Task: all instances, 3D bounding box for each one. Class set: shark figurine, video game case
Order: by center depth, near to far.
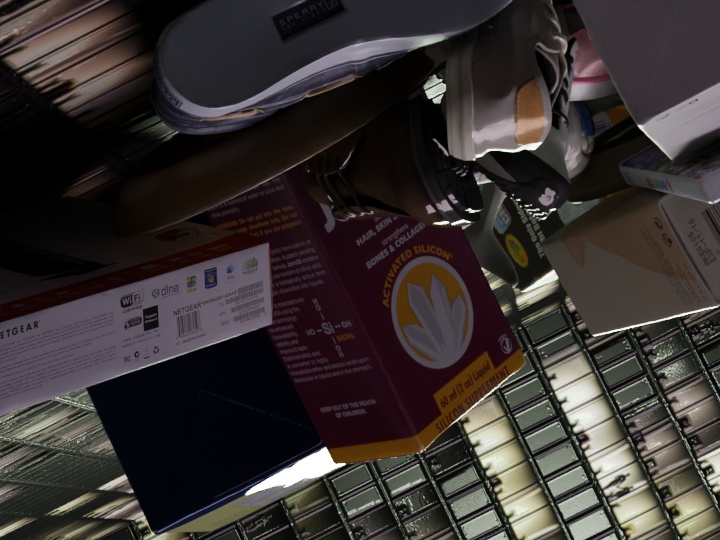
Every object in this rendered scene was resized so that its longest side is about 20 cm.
[{"bbox_3d":[0.242,-0.086,1.346,0.143,0.018,0.200,-29,-172,-4],"label":"video game case"},{"bbox_3d":[0.106,-0.098,1.538,0.089,0.129,0.215,21,125,-27],"label":"shark figurine"}]

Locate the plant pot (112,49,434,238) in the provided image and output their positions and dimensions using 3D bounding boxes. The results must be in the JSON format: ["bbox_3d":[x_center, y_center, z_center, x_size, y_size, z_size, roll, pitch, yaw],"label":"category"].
[{"bbox_3d":[-0.053,-0.078,1.222,0.199,0.028,0.200,-28,-168,6],"label":"plant pot"}]

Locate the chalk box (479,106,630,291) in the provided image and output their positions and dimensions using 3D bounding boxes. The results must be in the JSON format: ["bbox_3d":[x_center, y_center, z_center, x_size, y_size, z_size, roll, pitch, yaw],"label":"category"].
[{"bbox_3d":[0.170,-0.071,1.774,0.123,0.125,0.200,-20,171,-32],"label":"chalk box"}]

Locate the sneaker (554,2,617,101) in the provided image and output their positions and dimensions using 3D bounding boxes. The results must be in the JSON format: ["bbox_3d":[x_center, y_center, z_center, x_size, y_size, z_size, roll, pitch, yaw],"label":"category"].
[{"bbox_3d":[0.177,-0.171,1.419,0.199,0.076,0.105,-4,130,-2],"label":"sneaker"}]

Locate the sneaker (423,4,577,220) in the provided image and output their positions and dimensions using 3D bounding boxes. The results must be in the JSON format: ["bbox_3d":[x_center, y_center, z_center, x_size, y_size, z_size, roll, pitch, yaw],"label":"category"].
[{"bbox_3d":[0.090,-0.106,1.290,0.080,0.200,0.074,-39,123,17],"label":"sneaker"}]

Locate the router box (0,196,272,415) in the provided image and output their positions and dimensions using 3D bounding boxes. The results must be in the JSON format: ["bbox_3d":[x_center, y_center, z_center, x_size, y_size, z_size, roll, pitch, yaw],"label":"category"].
[{"bbox_3d":[-0.179,0.015,1.205,0.179,0.049,0.199,12,-158,42],"label":"router box"}]

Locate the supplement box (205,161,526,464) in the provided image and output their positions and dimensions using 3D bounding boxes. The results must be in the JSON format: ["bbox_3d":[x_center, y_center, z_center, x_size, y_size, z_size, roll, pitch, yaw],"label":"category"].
[{"bbox_3d":[0.000,0.000,1.332,0.085,0.201,0.110,-13,-162,48],"label":"supplement box"}]

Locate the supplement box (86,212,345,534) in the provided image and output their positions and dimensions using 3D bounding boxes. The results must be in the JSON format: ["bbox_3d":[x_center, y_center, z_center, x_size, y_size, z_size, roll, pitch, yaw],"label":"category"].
[{"bbox_3d":[-0.098,0.057,1.477,0.134,0.201,0.200,-26,171,4],"label":"supplement box"}]

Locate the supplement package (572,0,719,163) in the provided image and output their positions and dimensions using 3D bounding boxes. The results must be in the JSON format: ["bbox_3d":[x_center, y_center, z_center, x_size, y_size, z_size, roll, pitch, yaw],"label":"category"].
[{"bbox_3d":[0.214,-0.173,1.215,0.190,0.148,0.200,-27,171,11],"label":"supplement package"}]

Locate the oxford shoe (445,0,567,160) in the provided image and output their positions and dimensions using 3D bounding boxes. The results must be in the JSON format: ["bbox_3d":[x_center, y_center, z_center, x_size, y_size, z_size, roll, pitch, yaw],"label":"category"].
[{"bbox_3d":[0.080,-0.117,1.159,0.057,0.076,0.200,-2,-149,9],"label":"oxford shoe"}]

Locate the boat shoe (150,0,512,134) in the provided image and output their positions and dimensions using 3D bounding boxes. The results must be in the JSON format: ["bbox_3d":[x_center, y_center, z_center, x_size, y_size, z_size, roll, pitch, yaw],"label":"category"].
[{"bbox_3d":[-0.015,-0.127,1.116,0.199,0.071,0.091,-22,179,-12],"label":"boat shoe"}]

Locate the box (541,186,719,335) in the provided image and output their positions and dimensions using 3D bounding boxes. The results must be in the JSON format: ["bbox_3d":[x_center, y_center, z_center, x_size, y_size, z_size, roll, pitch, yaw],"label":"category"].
[{"bbox_3d":[0.206,-0.020,1.470,0.095,0.078,0.200,-32,-177,-19],"label":"box"}]

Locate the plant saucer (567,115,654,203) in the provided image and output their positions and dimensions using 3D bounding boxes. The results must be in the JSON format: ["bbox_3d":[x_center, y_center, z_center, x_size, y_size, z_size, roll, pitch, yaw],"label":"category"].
[{"bbox_3d":[0.228,-0.105,1.557,0.199,0.030,0.200,-28,-174,4],"label":"plant saucer"}]

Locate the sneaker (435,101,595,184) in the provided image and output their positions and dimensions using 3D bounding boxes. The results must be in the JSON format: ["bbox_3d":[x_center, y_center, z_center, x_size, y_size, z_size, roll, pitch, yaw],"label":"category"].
[{"bbox_3d":[0.052,-0.083,1.479,0.199,0.078,0.085,-15,170,38],"label":"sneaker"}]

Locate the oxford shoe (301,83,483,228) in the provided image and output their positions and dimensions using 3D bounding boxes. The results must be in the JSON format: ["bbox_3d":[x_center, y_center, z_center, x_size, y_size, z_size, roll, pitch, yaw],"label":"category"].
[{"bbox_3d":[0.015,-0.050,1.184,0.084,0.073,0.200,-26,-169,-1],"label":"oxford shoe"}]
